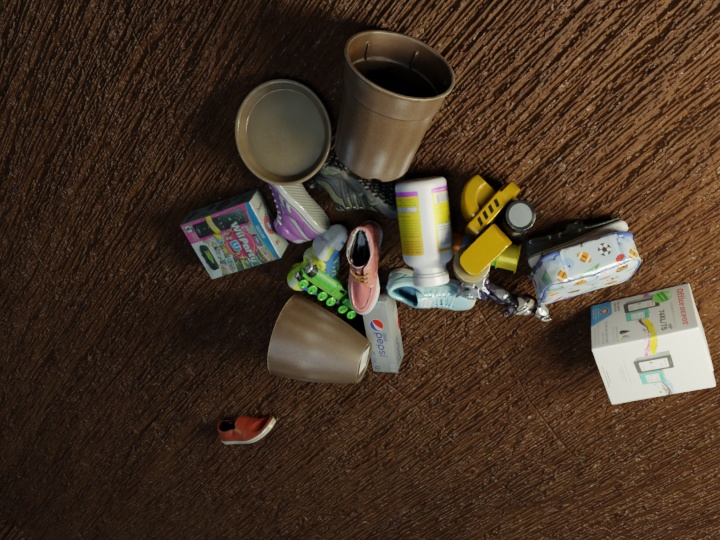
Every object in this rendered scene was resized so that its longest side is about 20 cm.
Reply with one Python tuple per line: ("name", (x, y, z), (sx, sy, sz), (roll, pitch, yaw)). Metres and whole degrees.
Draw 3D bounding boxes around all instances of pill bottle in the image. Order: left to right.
("pill bottle", (0.127, -0.076, 1.373), (0.102, 0.104, 0.205), (-3, 100, 20))

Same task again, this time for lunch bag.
("lunch bag", (0.416, 0.000, 1.327), (0.195, 0.077, 0.161), (-14, 161, 3))

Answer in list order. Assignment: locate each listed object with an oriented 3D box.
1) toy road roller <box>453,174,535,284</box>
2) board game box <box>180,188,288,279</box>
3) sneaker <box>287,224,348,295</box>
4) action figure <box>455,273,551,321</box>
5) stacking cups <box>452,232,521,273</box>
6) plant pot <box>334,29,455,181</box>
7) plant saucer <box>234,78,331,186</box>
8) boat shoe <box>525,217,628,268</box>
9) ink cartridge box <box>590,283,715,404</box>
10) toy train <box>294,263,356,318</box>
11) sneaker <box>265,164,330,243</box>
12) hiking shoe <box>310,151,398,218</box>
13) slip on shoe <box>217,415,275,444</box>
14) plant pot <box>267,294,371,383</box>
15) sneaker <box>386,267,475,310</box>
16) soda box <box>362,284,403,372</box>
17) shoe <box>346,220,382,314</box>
("toy road roller", (0.227, -0.086, 1.337), (0.146, 0.123, 0.200), (44, 92, 8))
("board game box", (-0.280, -0.080, 1.567), (0.196, 0.065, 0.150), (-16, 117, 25))
("sneaker", (-0.071, -0.017, 1.548), (0.104, 0.077, 0.199), (29, 128, -28))
("action figure", (0.298, 0.059, 1.445), (0.196, 0.071, 0.130), (24, 169, 8))
("stacking cups", (0.224, -0.046, 1.427), (0.195, 0.061, 0.062), (13, 126, 9))
("plant pot", (0.046, -0.282, 1.255), (0.196, 0.202, 0.201), (21, 135, 2))
("plant saucer", (-0.150, -0.269, 1.380), (0.195, 0.029, 0.206), (2, 102, 9))
("boat shoe", (0.410, -0.064, 1.355), (0.197, 0.068, 0.058), (-22, 75, 22))
("ink cartridge box", (0.572, 0.146, 1.389), (0.196, 0.148, 0.148), (-16, 116, 26))
("toy train", (-0.063, 0.044, 1.532), (0.056, 0.042, 0.199), (-42, 131, 14))
("sneaker", (-0.165, -0.139, 1.486), (0.113, 0.073, 0.202), (-23, 113, 34))
("hiking shoe", (-0.006, -0.156, 1.430), (0.198, 0.076, 0.102), (33, 136, 6))
("slip on shoe", (-0.314, 0.427, 1.915), (0.197, 0.074, 0.062), (-16, 115, 32))
("plant pot", (-0.080, 0.174, 1.580), (0.196, 0.188, 0.190), (16, 127, 14))
("sneaker", (0.148, 0.059, 1.508), (0.195, 0.083, 0.075), (12, 127, 9))
("soda box", (0.051, 0.132, 1.597), (0.062, 0.069, 0.204), (1, 123, 19))
("shoe", (0.000, 0.000, 1.470), (0.070, 0.091, 0.205), (11, 104, 17))
